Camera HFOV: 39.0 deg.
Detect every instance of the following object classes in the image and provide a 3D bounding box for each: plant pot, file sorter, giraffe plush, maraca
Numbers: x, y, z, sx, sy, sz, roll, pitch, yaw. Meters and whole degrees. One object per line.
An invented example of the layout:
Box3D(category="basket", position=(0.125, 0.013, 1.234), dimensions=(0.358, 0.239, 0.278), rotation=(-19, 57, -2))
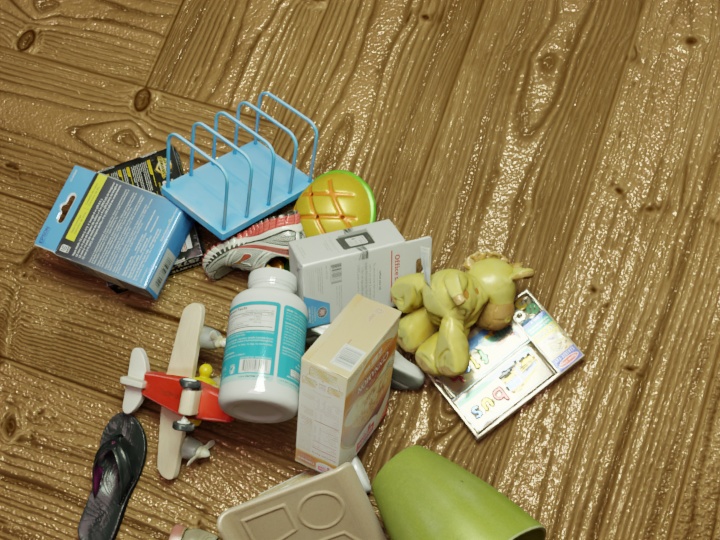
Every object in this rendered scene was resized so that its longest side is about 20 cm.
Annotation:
Box3D(category="plant pot", position=(0.111, 0.338, 1.365), dimensions=(0.187, 0.187, 0.200), rotation=(-42, 60, -6))
Box3D(category="file sorter", position=(-0.176, -0.166, 1.528), dimensions=(0.139, 0.123, 0.200), rotation=(36, 47, 24))
Box3D(category="giraffe plush", position=(0.153, 0.040, 1.450), dimensions=(0.162, 0.201, 0.173), rotation=(-16, 38, -30))
Box3D(category="maraca", position=(-0.054, -0.057, 1.545), dimensions=(0.137, 0.107, 0.200), rotation=(36, 101, 26))

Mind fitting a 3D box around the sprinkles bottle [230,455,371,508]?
Box3D(category="sprinkles bottle", position=(-0.086, 0.327, 1.449), dimensions=(0.199, 0.068, 0.068), rotation=(-26, 72, 0))

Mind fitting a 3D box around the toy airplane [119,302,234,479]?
Box3D(category="toy airplane", position=(-0.257, 0.179, 1.497), dimensions=(0.200, 0.141, 0.200), rotation=(-46, 56, 31))

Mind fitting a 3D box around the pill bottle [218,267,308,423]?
Box3D(category="pill bottle", position=(-0.130, 0.100, 1.397), dimensions=(0.110, 0.111, 0.201), rotation=(1, 63, 8))

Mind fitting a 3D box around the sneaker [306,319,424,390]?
Box3D(category="sneaker", position=(0.012, 0.106, 1.503), dimensions=(0.200, 0.071, 0.080), rotation=(29, 58, 9))

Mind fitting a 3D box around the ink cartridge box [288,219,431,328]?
Box3D(category="ink cartridge box", position=(0.000, 0.000, 1.489), dimensions=(0.199, 0.116, 0.067), rotation=(-13, 37, -18))

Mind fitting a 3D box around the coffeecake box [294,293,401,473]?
Box3D(category="coffeecake box", position=(-0.018, 0.160, 1.393), dimensions=(0.073, 0.200, 0.154), rotation=(22, 42, 18))

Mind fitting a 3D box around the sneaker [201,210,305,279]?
Box3D(category="sneaker", position=(-0.162, -0.020, 1.529), dimensions=(0.200, 0.078, 0.082), rotation=(-22, 90, 38))

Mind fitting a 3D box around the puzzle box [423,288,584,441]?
Box3D(category="puzzle box", position=(0.208, 0.137, 1.487), dimensions=(0.200, 0.025, 0.133), rotation=(-38, 73, -5))

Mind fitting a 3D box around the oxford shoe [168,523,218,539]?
Box3D(category="oxford shoe", position=(-0.248, 0.463, 1.430), dimensions=(0.074, 0.070, 0.201), rotation=(8, 76, 5))

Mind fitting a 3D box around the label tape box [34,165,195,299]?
Box3D(category="label tape box", position=(-0.375, -0.059, 1.559), dimensions=(0.199, 0.066, 0.144), rotation=(20, 75, 15))

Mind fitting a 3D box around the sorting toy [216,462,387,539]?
Box3D(category="sorting toy", position=(-0.075, 0.365, 1.403), dimensions=(0.199, 0.186, 0.036), rotation=(-23, 27, -2))

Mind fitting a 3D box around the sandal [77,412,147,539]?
Box3D(category="sandal", position=(-0.367, 0.309, 1.503), dimensions=(0.075, 0.048, 0.201), rotation=(8, 75, 10))

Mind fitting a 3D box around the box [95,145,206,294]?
Box3D(category="box", position=(-0.344, -0.081, 1.619), dimensions=(0.159, 0.049, 0.201), rotation=(-19, 71, -1))
